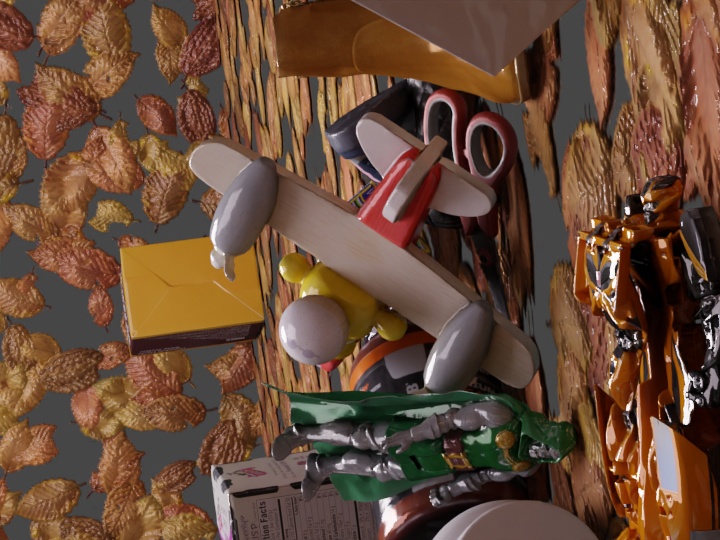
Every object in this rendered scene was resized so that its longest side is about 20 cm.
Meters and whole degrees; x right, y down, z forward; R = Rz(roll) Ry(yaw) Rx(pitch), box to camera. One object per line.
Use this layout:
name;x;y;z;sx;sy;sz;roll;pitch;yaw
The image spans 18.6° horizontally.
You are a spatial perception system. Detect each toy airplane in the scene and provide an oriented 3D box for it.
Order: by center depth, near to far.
toy airplane;0.000;0.000;1.403;0.141;0.199;0.200;-53;-49;-34

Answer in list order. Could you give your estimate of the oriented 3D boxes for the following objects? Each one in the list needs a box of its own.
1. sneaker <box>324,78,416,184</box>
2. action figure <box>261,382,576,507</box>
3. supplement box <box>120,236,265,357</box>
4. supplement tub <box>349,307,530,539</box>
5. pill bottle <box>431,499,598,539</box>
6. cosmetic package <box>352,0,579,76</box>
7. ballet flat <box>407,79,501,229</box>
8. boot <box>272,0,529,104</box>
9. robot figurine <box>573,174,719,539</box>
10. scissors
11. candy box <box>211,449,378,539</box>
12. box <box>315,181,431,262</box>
sneaker;0.029;-0.086;1.548;0.082;0.070;0.200;61;-167;0
action figure;0.043;0.109;1.364;0.118;0.199;0.055;53;-138;-38
supplement box;-0.253;0.038;3.256;0.200;0.196;0.133;119;143;-78
supplement tub;0.050;0.107;1.509;0.107;0.106;0.201;92;169;-50
pill bottle;0.085;0.202;1.324;0.200;0.115;0.116;109;152;-73
cosmetic package;0.017;-0.194;1.129;0.085;0.199;0.108;-42;46;30
ballet flat;0.062;-0.124;1.479;0.066;0.057;0.201;28;-125;-66
boot;0.020;-0.136;1.364;0.201;0.143;0.071;-122;25;-71
robot figurine;0.140;0.058;1.005;0.145;0.058;0.201;-153;55;-79
scissors;0.076;-0.022;1.428;0.073;0.014;0.201;18;126;36
candy box;-0.004;0.166;1.616;0.136;0.199;0.061;-156;59;-81
box;0.009;-0.009;1.657;0.070;0.064;0.200;49;177;6
